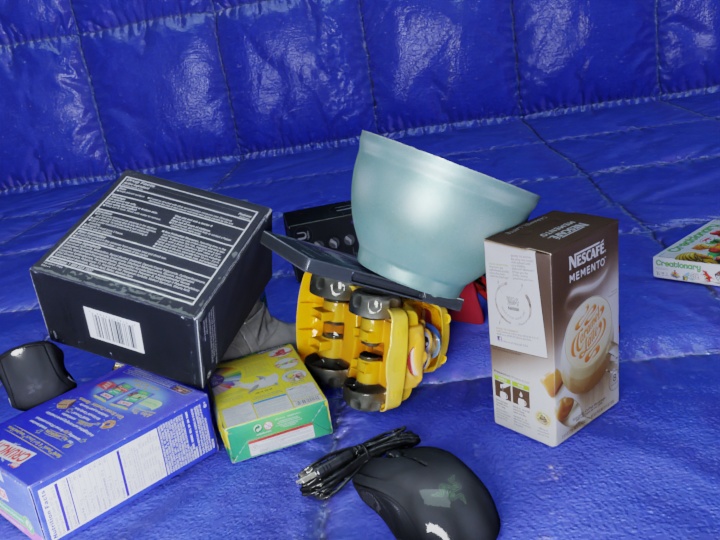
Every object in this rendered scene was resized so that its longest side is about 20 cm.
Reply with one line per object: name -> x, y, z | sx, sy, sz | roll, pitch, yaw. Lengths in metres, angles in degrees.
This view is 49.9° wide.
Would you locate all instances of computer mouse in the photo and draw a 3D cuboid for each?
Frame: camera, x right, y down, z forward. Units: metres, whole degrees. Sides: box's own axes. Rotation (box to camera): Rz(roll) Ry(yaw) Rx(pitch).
computer mouse -> 0.040, 0.186, 0.686 | 0.138, 0.053, 0.200 | -18, 20, -29
computer mouse -> -0.341, 0.136, 0.906 | 0.140, 0.200, 0.046 | -17, 64, -23

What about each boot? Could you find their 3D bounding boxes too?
boot -> -0.127, 0.062, 1.021 | 0.199, 0.133, 0.070 | -18, 19, -27

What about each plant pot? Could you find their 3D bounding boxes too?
plant pot -> 0.073, -0.052, 0.824 | 0.199, 0.135, 0.200 | 20, 10, -4

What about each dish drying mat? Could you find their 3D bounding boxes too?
dish drying mat -> 0.112, 0.021, 0.985 | 0.076, 0.018, 0.200 | 7, -23, 19

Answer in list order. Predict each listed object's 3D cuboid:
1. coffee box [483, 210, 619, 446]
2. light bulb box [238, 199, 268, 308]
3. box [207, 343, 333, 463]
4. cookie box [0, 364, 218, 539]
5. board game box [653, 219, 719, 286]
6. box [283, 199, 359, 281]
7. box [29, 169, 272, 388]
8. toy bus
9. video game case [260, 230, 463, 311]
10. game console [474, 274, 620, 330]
coffee box -> 0.193, 0.054, 0.770 | 0.114, 0.201, 0.079 | -23, 25, -36
light bulb box -> -0.246, 0.018, 1.104 | 0.197, 0.201, 0.125 | -6, 19, 7
box -> -0.115, 0.144, 0.906 | 0.117, 0.049, 0.200 | -14, 21, -14
cookie box -> -0.282, 0.184, 0.813 | 0.171, 0.076, 0.199 | 8, 24, 44
board game box -> 0.536, -0.028, 1.134 | 0.199, 0.035, 0.126 | -24, 22, -38
box -> -0.033, -0.063, 1.407 | 0.199, 0.107, 0.122 | -12, 17, -7
box -> -0.228, 0.004, 0.898 | 0.199, 0.124, 0.199 | 16, 44, 11
toy bus -> 0.041, 0.076, 0.937 | 0.191, 0.137, 0.200 | -2, 13, -33
video game case -> 0.000, 0.000, 0.877 | 0.199, 0.019, 0.143 | 14, 7, -29
game console -> 0.226, 0.026, 1.025 | 0.176, 0.031, 0.200 | 12, 14, -13
